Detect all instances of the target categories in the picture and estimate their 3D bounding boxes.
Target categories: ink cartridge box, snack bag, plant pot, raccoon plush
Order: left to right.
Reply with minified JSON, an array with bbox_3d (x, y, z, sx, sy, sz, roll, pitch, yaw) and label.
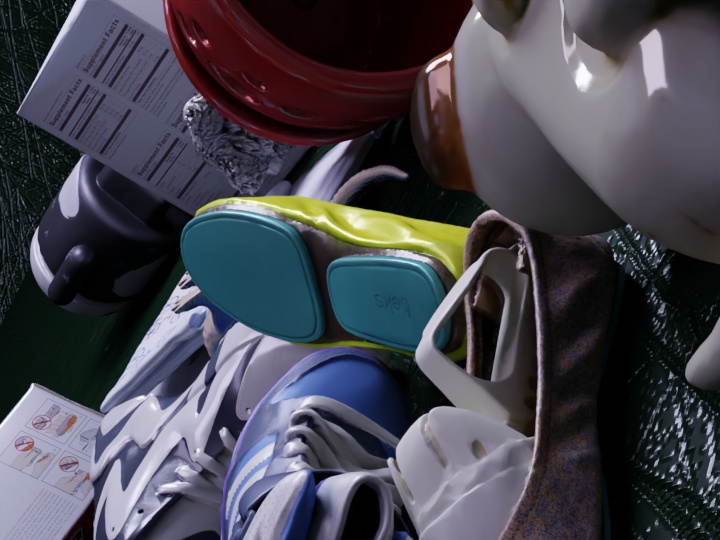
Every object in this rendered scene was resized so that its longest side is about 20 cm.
[{"bbox_3d":[-0.212,0.203,0.969,0.176,0.083,0.200,98,-161,-45],"label":"ink cartridge box"},{"bbox_3d":[-0.070,-0.011,1.015,0.200,0.021,0.189,-39,13,34],"label":"snack bag"},{"bbox_3d":[-0.038,-0.141,1.058,0.200,0.097,0.134,-52,1,32],"label":"raccoon plush"},{"bbox_3d":[-0.021,-0.173,0.928,0.202,0.199,0.182,-65,11,-17],"label":"plant pot"}]

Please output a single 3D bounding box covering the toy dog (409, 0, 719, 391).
[{"bbox_3d":[0.099,-0.065,0.506,0.200,0.138,0.196,174,91,-71],"label":"toy dog"}]

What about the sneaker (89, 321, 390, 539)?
[{"bbox_3d":[-0.064,0.106,0.785,0.198,0.079,0.130,-25,45,31],"label":"sneaker"}]

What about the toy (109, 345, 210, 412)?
[{"bbox_3d":[-0.106,0.075,1.052,0.200,0.047,0.116,-43,19,38],"label":"toy"}]

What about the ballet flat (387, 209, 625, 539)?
[{"bbox_3d":[0.045,0.054,0.541,0.068,0.067,0.201,-47,20,38],"label":"ballet flat"}]

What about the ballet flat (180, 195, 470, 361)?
[{"bbox_3d":[0.000,0.000,0.714,0.067,0.067,0.199,-22,20,-35],"label":"ballet flat"}]

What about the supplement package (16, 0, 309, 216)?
[{"bbox_3d":[-0.133,-0.163,1.276,0.151,0.199,0.152,-46,20,42],"label":"supplement package"}]

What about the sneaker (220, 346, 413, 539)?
[{"bbox_3d":[-0.005,0.088,0.588,0.147,0.080,0.201,-51,12,53],"label":"sneaker"}]

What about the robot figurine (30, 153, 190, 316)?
[{"bbox_3d":[-0.239,-0.040,1.570,0.200,0.149,0.125,-48,56,39],"label":"robot figurine"}]

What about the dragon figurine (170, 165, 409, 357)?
[{"bbox_3d":[-0.033,0.023,0.876,0.199,0.100,0.059,-37,19,14],"label":"dragon figurine"}]

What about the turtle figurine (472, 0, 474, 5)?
[{"bbox_3d":[0.096,-0.185,0.667,0.200,0.143,0.195,-55,19,35],"label":"turtle figurine"}]
